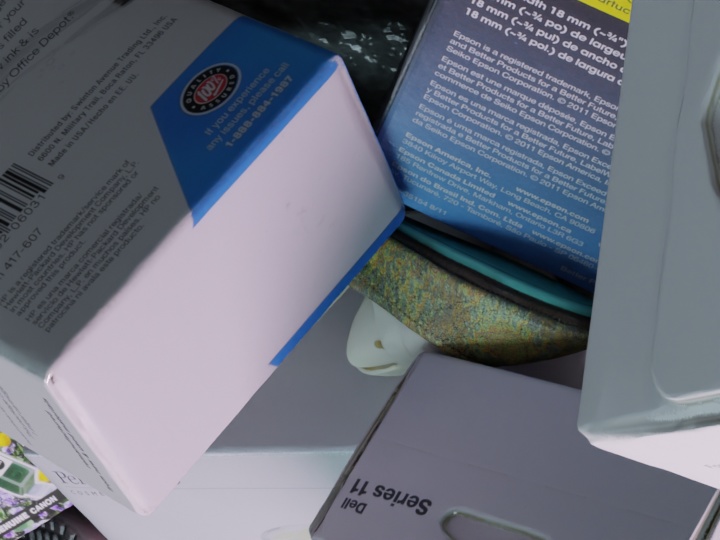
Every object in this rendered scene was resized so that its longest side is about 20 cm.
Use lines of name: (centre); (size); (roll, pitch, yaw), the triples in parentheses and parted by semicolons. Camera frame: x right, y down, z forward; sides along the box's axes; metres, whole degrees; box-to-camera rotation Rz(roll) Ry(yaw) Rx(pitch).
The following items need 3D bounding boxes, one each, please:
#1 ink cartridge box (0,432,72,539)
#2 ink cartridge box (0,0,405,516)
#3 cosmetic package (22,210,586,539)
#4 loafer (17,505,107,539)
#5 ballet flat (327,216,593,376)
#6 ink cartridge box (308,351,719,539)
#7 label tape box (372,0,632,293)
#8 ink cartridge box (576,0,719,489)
ink cartridge box: (-0.192, 0.034, 1.039); (0.109, 0.051, 0.200); (-31, 124, 24)
ink cartridge box: (-0.109, -0.028, 0.790); (0.199, 0.146, 0.085); (26, 156, 38)
cosmetic package: (0.005, 0.085, 0.960); (0.198, 0.124, 0.200); (-4, 138, 35)
loafer: (-0.172, 0.130, 1.178); (0.199, 0.071, 0.074); (12, 114, 45)
ballet flat: (0.000, 0.000, 0.834); (0.199, 0.071, 0.071); (31, 155, 31)
ink cartridge box: (0.096, 0.125, 0.794); (0.146, 0.083, 0.200); (13, 153, 40)
label tape box: (0.094, -0.071, 0.729); (0.143, 0.064, 0.200); (25, 147, -2)
ink cartridge box: (0.177, -0.012, 0.550); (0.199, 0.148, 0.144); (18, 160, -28)
